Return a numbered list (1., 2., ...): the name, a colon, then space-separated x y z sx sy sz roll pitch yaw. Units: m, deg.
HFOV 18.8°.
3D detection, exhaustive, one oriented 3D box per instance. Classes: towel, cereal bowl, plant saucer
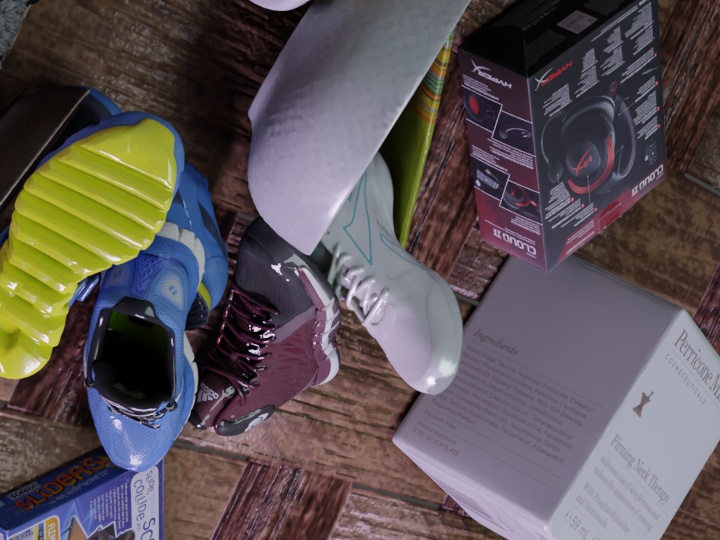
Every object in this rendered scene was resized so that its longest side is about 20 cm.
1. towel: 0.024 -0.091 1.493 0.018 0.086 0.202 4 111 -24
2. cereal bowl: -0.011 -0.115 1.352 0.201 0.083 0.200 -58 -178 4
3. plant saucer: -0.220 -0.028 1.201 0.201 0.032 0.200 -53 -173 9

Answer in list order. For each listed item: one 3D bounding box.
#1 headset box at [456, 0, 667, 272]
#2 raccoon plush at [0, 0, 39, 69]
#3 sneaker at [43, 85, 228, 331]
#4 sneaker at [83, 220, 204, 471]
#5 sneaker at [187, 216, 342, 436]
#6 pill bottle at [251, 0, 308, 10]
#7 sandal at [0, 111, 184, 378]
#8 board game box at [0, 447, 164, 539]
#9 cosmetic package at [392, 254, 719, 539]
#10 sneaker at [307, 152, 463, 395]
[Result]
1. headset box: 0.156 -0.108 1.639 0.148 0.075 0.201 -37 136 -29
2. raccoon plush: -0.192 -0.142 1.163 0.200 0.134 0.097 -39 136 -27
3. sneaker: -0.138 -0.053 1.353 0.201 0.065 0.079 61 38 -42
4. sneaker: -0.144 0.062 1.349 0.201 0.078 0.090 98 6 -46
5. sneaker: -0.074 0.054 1.448 0.115 0.076 0.200 -41 154 -15
6. pill bottle: -0.002 -0.253 1.338 0.200 0.112 0.113 -37 136 -30
7. sandal: -0.168 -0.027 1.270 0.200 0.079 0.087 -43 -165 34
8. board game box: -0.191 0.224 1.466 0.135 0.034 0.202 -24 129 -40
9. cosmetic package: 0.166 0.115 1.712 0.201 0.166 0.167 -57 142 -9
10. sneaker: 0.000 0.000 1.448 0.080 0.201 0.071 -3 143 -41
